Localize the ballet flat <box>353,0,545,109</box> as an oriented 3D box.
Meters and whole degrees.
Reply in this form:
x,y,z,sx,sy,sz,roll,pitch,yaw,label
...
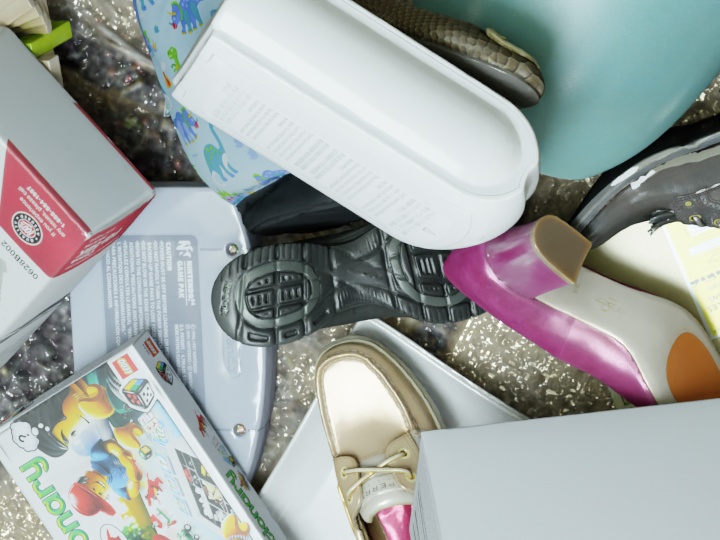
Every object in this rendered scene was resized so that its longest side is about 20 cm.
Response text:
x,y,z,sx,sy,sz,roll,pitch,yaw,label
0.026,-0.136,1.389,0.200,0.067,0.046,23,74,41,ballet flat

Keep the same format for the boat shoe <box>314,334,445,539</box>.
x,y,z,sx,sy,sz,roll,pitch,yaw,label
0.023,0.137,1.560,0.073,0.069,0.201,-24,94,16,boat shoe

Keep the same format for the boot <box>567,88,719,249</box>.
x,y,z,sx,sy,sz,roll,pitch,yaw,label
0.237,-0.017,1.485,0.200,0.069,0.174,-34,99,24,boot

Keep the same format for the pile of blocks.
x,y,z,sx,sy,sz,roll,pitch,yaw,label
-0.233,-0.183,1.596,0.082,0.062,0.201,-24,101,35,pile of blocks

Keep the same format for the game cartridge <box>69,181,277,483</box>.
x,y,z,sx,sy,sz,roll,pitch,yaw,label
-0.121,0.042,1.627,0.133,0.040,0.201,2,101,17,game cartridge

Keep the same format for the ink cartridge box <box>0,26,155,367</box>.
x,y,z,sx,sy,sz,roll,pitch,yaw,label
-0.247,-0.030,1.587,0.147,0.083,0.200,47,126,3,ink cartridge box

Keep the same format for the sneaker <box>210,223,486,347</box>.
x,y,z,sx,sy,sz,roll,pitch,yaw,label
0.000,0.000,1.564,0.199,0.091,0.076,-6,93,-12,sneaker

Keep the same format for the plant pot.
x,y,z,sx,sy,sz,roll,pitch,yaw,label
0.122,-0.151,1.455,0.200,0.201,0.161,32,114,6,plant pot

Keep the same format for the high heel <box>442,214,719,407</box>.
x,y,z,sx,sy,sz,roll,pitch,yaw,label
0.140,0.044,1.522,0.200,0.068,0.096,38,149,-22,high heel

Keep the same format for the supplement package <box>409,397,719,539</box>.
x,y,z,sx,sy,sz,roll,pitch,yaw,label
0.140,0.174,1.455,0.199,0.111,0.156,-5,54,-8,supplement package

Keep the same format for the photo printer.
x,y,z,sx,sy,sz,roll,pitch,yaw,label
0.002,-0.083,1.373,0.200,0.166,0.070,32,77,-6,photo printer

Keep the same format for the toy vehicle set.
x,y,z,sx,sy,sz,roll,pitch,yaw,label
0.226,-0.004,1.536,0.199,0.027,0.125,-22,94,17,toy vehicle set

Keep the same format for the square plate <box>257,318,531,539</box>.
x,y,z,sx,sy,sz,roll,pitch,yaw,label
0.039,0.159,1.611,0.198,0.028,0.200,32,106,6,square plate

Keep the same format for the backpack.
x,y,z,sx,sy,sz,roll,pitch,yaw,label
-0.050,-0.128,1.524,0.163,0.153,0.201,-14,82,56,backpack

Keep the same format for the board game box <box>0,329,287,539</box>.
x,y,z,sx,sy,sz,roll,pitch,yaw,label
-0.134,0.154,1.616,0.126,0.035,0.200,-32,96,21,board game box
